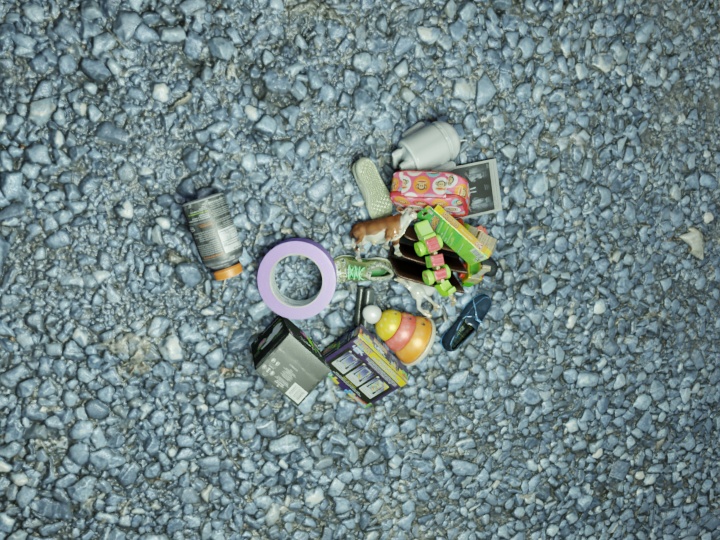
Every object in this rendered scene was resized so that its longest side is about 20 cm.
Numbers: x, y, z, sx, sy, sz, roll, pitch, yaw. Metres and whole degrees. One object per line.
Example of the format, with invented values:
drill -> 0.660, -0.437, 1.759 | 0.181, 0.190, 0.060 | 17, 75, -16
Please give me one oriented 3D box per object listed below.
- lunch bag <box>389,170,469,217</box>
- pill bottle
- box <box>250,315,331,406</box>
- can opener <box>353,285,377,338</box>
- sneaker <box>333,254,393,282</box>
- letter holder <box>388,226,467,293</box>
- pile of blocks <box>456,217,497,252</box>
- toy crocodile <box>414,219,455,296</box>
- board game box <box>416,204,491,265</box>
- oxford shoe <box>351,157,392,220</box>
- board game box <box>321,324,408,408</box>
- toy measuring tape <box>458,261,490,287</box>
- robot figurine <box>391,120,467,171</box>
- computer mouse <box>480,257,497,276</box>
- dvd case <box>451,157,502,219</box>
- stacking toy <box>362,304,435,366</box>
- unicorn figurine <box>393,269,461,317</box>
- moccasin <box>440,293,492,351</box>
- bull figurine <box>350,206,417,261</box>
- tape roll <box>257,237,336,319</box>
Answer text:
lunch bag -> 0.183, -0.193, 1.395 | 0.198, 0.176, 0.083 | 7, 81, 18
pill bottle -> -0.352, -0.079, 1.314 | 0.105, 0.106, 0.202 | -19, 104, -11
box -> -0.181, 0.219, 1.363 | 0.124, 0.200, 0.149 | -46, 108, -2
can opener -> 0.017, 0.143, 1.491 | 0.067, 0.053, 0.202 | -3, 102, -47
sneaker -> 0.000, 0.000, 1.432 | 0.198, 0.089, 0.078 | -5, 101, -13
letter holder -> 0.191, -0.028, 1.436 | 0.198, 0.142, 0.101 | 14, 114, -15
pile of blocks -> 0.307, -0.105, 1.504 | 0.199, 0.082, 0.063 | 24, 93, -33
toy crocodile -> 0.186, -0.030, 1.361 | 0.067, 0.062, 0.202 | -16, 90, -16
board game box -> 0.233, -0.093, 1.368 | 0.200, 0.096, 0.030 | 38, 73, -6
oxford shoe -> 0.031, -0.210, 1.425 | 0.075, 0.058, 0.201 | -32, 121, -14
board game box -> 0.005, 0.263, 1.460 | 0.165, 0.057, 0.200 | -36, 109, 24
toy measuring tape -> 0.313, -0.007, 1.469 | 0.073, 0.200, 0.074 | 2, 74, -6
robot figurine -> 0.177, -0.317, 1.412 | 0.199, 0.113, 0.170 | -29, 72, -8
computer mouse -> 0.314, -0.037, 1.539 | 0.199, 0.034, 0.059 | 25, 93, -17
dvd case -> 0.296, -0.222, 1.507 | 0.198, 0.025, 0.152 | -13, 102, -13
stacking toy -> 0.090, 0.154, 1.447 | 0.199, 0.146, 0.147 | 32, 91, -21
unicorn figurine -> 0.182, 0.054, 1.487 | 0.199, 0.138, 0.074 | -14, 149, -40
moccasin -> 0.318, 0.159, 1.556 | 0.080, 0.068, 0.201 | 36, 89, -18
bull figurine -> 0.060, -0.096, 1.390 | 0.065, 0.199, 0.122 | 45, 44, -43
tape roll -> -0.160, 0.020, 1.380 | 0.198, 0.066, 0.202 | 0, 101, -1
